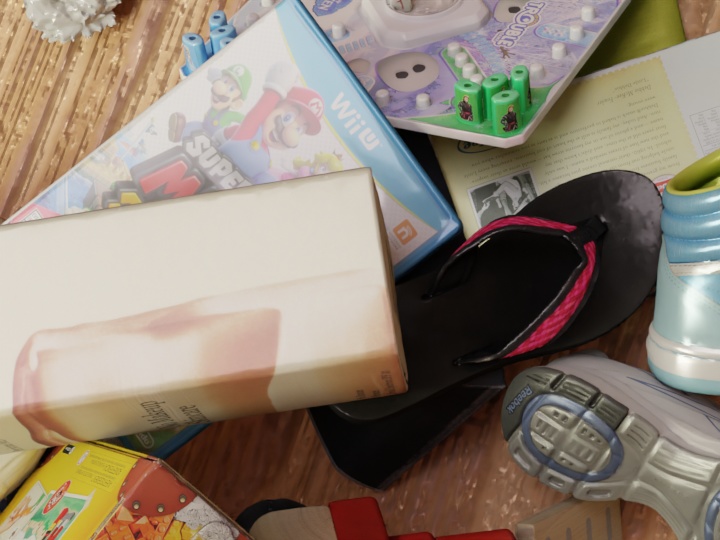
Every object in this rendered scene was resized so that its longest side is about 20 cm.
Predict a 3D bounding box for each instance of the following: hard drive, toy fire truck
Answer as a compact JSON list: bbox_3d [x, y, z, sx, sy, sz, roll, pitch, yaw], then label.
[{"bbox_3d":[0.000,0.000,1.031,0.135,0.042,0.202,-45,55,44],"label":"hard drive"},{"bbox_3d":[0.042,0.182,0.939,0.198,0.178,0.129,-7,25,-6],"label":"toy fire truck"}]

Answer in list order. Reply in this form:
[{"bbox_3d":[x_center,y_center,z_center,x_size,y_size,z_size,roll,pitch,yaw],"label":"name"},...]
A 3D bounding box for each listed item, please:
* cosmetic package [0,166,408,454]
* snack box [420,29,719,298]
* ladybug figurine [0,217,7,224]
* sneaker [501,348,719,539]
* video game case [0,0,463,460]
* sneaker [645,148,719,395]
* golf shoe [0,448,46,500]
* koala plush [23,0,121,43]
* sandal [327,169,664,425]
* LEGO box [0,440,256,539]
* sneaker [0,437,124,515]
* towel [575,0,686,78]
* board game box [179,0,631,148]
[{"bbox_3d":[-0.083,0.021,0.883,0.198,0.103,0.088,-9,77,3],"label":"cosmetic package"},{"bbox_3d":[0.141,-0.046,1.011,0.198,0.037,0.117,-18,69,2],"label":"snack box"},{"bbox_3d":[-0.222,0.025,1.101,0.198,0.072,0.137,21,110,2],"label":"ladybug figurine"},{"bbox_3d":[0.168,0.094,0.949,0.199,0.087,0.075,34,121,12],"label":"sneaker"},{"bbox_3d":[-0.069,-0.018,0.972,0.199,0.018,0.144,-37,83,6],"label":"video game case"},{"bbox_3d":[0.232,-0.012,0.925,0.198,0.080,0.132,-3,108,6],"label":"sneaker"},{"bbox_3d":[-0.209,0.106,0.959,0.075,0.092,0.201,31,104,-3],"label":"golf shoe"},{"bbox_3d":[-0.166,-0.250,1.177,0.177,0.183,0.201,45,111,27],"label":"koala plush"},{"bbox_3d":[0.069,0.011,0.942,0.199,0.045,0.075,-28,74,-16],"label":"sandal"},{"bbox_3d":[-0.132,0.159,0.893,0.077,0.200,0.149,41,77,-14],"label":"LEGO box"},{"bbox_3d":[-0.163,0.115,1.038,0.145,0.081,0.202,-1,102,14],"label":"sneaker"},{"bbox_3d":[0.142,-0.083,1.061,0.085,0.018,0.202,-12,66,10],"label":"towel"},{"bbox_3d":[0.033,-0.145,1.047,0.198,0.026,0.200,13,41,26],"label":"board game box"}]
